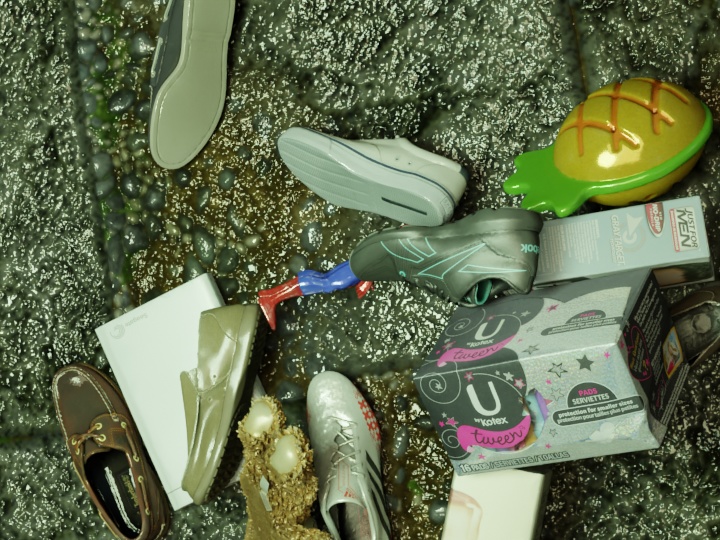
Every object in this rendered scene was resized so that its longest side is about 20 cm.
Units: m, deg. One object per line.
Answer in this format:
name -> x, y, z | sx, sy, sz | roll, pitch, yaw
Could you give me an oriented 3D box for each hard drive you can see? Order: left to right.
hard drive -> -0.167, 0.121, 1.744 | 0.132, 0.027, 0.201 | -26, 83, 11

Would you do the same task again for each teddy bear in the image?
teddy bear -> -0.070, 0.209, 1.653 | 0.145, 0.067, 0.201 | 24, 129, 51

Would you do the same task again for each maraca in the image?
maraca -> 0.228, -0.109, 1.606 | 0.199, 0.137, 0.107 | -27, 121, -4

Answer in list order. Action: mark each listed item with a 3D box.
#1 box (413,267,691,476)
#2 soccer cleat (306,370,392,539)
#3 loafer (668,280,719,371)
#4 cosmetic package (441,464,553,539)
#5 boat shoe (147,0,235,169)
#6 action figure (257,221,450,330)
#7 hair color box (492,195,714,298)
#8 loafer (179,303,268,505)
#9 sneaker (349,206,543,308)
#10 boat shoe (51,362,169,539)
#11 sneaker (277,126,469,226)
box -> 0.170, 0.091, 1.549 | 0.199, 0.132, 0.115 | -13, 114, 31
soccer cleat -> -0.013, 0.195, 1.677 | 0.068, 0.085, 0.201 | -12, 86, 12
loafer -> 0.269, 0.079, 1.620 | 0.200, 0.071, 0.073 | -42, 81, 12
cosmetic package -> 0.118, 0.275, 1.637 | 0.087, 0.103, 0.201 | 11, 90, 12
boat shoe -> -0.175, -0.202, 1.749 | 0.063, 0.072, 0.201 | 24, 103, 55
action figure -> 0.000, 0.000, 1.686 | 0.199, 0.065, 0.052 | -27, 94, 2
hair color box -> 0.222, -0.013, 1.617 | 0.199, 0.099, 0.061 | -10, 75, 12
loafer -> -0.142, 0.126, 1.691 | 0.067, 0.076, 0.201 | 13, 83, 14
sneaker -> 0.073, -0.004, 1.578 | 0.199, 0.075, 0.080 | -11, 78, 36
boat shoe -> -0.252, 0.181, 1.741 | 0.070, 0.070, 0.200 | -33, 81, 11
sneaker -> 0.014, -0.099, 1.692 | 0.200, 0.073, 0.071 | 24, 52, 24
